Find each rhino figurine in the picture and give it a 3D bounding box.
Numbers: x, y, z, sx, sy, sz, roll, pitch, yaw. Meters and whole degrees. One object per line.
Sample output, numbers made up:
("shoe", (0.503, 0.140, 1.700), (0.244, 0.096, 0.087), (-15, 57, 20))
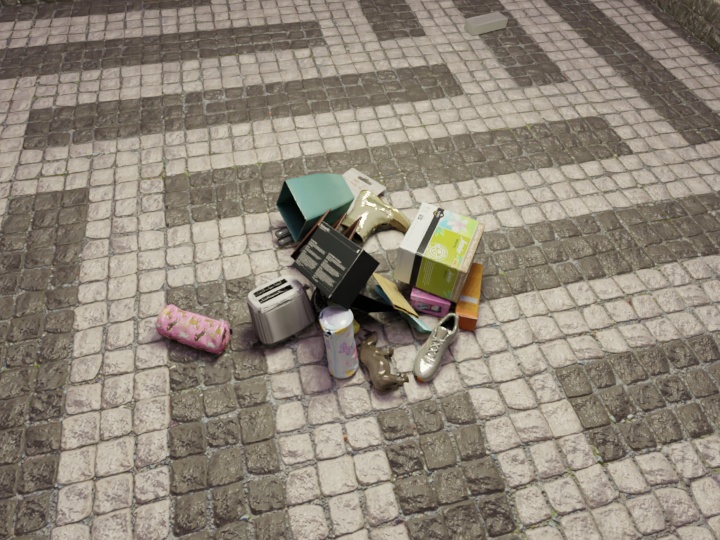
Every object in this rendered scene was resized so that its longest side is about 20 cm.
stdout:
("rhino figurine", (0.045, 0.227, 1.373), (0.086, 0.060, 0.201), (-19, 52, -15))

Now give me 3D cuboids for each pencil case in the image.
("pencil case", (-0.442, 0.154, 1.398), (0.196, 0.084, 0.087), (14, 52, 10))
("pencil case", (-0.051, 0.180, 1.318), (0.081, 0.202, 0.092), (-1, 44, 6))

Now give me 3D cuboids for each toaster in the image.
("toaster", (-0.219, 0.105, 1.405), (0.198, 0.131, 0.113), (-25, 38, -21))

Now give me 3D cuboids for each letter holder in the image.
("letter holder", (-0.096, -0.100, 1.529), (0.100, 0.200, 0.143), (37, 52, -10))

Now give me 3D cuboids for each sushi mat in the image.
("sushi mat", (0.092, 0.066, 1.455), (0.095, 0.012, 0.200), (28, 14, -28))

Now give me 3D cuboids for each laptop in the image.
("laptop", (-0.014, 0.042, 1.426), (0.186, 0.116, 0.202), (23, 34, -43))

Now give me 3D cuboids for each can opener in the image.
("can opener", (-0.182, -0.139, 1.677), (0.198, 0.053, 0.066), (-30, 23, -26))

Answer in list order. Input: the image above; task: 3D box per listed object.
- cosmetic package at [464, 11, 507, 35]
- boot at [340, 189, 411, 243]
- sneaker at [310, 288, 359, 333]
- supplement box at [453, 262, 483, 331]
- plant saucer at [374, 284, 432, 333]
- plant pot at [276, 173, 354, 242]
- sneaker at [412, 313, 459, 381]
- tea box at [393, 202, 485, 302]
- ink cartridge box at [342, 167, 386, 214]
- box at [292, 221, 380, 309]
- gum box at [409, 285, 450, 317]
("cosmetic package", (0.606, -1.194, 2.560), (0.197, 0.051, 0.083), (-20, 52, -18))
("boot", (0.049, -0.142, 1.664), (0.198, 0.072, 0.156), (33, 66, -2))
("sneaker", (-0.071, 0.117, 1.460), (0.089, 0.079, 0.200), (12, 27, -41))
("supplement box", (0.307, 0.069, 1.509), (0.067, 0.067, 0.202), (10, 52, 6))
("plant saucer", (0.117, 0.109, 1.476), (0.200, 0.070, 0.019), (42, 101, 27))
("plant pot", (-0.128, -0.205, 1.608), (0.198, 0.141, 0.143), (-22, 75, -28))
("sneaker", (0.197, 0.192, 1.380), (0.075, 0.093, 0.201), (25, 62, 17))
("tea box", (0.220, -0.054, 1.472), (0.194, 0.135, 0.201), (21, 51, 11))
("ink cartridge box", (-0.034, -0.247, 1.768), (0.160, 0.051, 0.200), (34, 54, 23))
("box", (-0.064, -0.017, 1.315), (0.142, 0.078, 0.200), (-56, 41, 2))
("gum box", (0.213, 0.036, 1.531), (0.111, 0.067, 0.202), (13, 51, 7))
